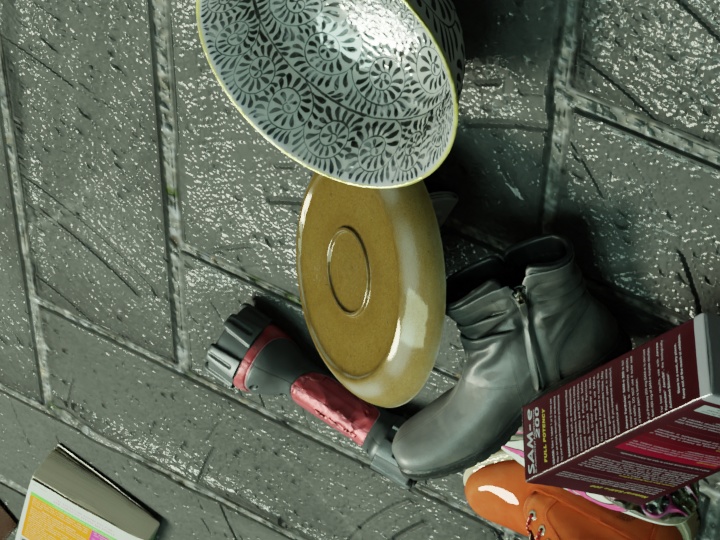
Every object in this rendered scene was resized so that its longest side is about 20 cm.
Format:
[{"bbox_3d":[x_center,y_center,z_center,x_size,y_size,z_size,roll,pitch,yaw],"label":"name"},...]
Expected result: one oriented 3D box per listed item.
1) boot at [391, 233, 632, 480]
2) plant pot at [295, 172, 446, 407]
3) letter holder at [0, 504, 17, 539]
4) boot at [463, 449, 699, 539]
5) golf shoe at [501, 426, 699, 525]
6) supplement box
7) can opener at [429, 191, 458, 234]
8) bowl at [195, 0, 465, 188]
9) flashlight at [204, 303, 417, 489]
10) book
[{"bbox_3d":[0.083,0.056,1.512,0.199,0.070,0.132,-34,128,8],"label":"boot"},{"bbox_3d":[0.000,0.000,1.535,0.200,0.027,0.202,21,114,60],"label":"plant pot"},{"bbox_3d":[-0.485,0.247,2.227,0.100,0.142,0.201,-14,119,48],"label":"letter holder"},{"bbox_3d":[0.151,0.202,1.656,0.199,0.107,0.075,12,139,34],"label":"boot"},{"bbox_3d":[0.169,0.131,1.603,0.199,0.073,0.092,32,163,20],"label":"golf shoe"},{"bbox_3d":[0.210,0.098,1.443,0.108,0.061,0.200,14,151,-30],"label":"supplement box"},{"bbox_3d":[0.018,-0.012,1.600,0.067,0.052,0.200,64,151,25],"label":"can opener"},{"bbox_3d":[-0.001,-0.162,1.406,0.199,0.094,0.202,24,142,20],"label":"bowl"},{"bbox_3d":[-0.031,0.106,1.743,0.199,0.068,0.068,33,149,10],"label":"flashlight"},{"bbox_3d":[-0.281,0.274,2.163,0.133,0.048,0.200,33,145,4],"label":"book"}]
